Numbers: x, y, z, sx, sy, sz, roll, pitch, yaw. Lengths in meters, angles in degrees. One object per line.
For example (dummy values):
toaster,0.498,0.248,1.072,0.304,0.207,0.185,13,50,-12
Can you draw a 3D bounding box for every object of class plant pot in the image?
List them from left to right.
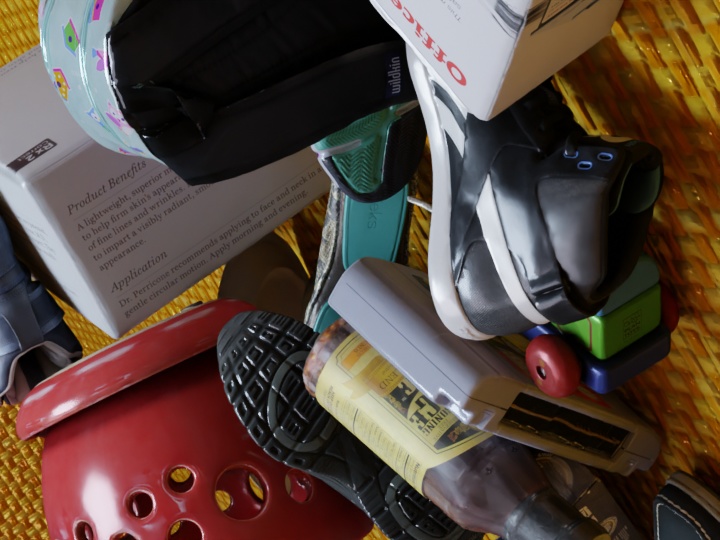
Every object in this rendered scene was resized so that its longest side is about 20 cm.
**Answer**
plant pot,-0.117,0.130,1.328,0.183,0.200,0.200,63,163,2

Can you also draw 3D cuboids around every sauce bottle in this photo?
sauce bottle,0.054,0.099,1.136,0.200,0.066,0.066,38,158,26

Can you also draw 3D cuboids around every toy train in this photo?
toy train,0.078,-0.033,1.069,0.200,0.085,0.116,40,148,40

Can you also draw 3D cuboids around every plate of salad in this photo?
plate of salad,-0.071,0.070,1.510,0.048,0.200,0.200,-7,128,23

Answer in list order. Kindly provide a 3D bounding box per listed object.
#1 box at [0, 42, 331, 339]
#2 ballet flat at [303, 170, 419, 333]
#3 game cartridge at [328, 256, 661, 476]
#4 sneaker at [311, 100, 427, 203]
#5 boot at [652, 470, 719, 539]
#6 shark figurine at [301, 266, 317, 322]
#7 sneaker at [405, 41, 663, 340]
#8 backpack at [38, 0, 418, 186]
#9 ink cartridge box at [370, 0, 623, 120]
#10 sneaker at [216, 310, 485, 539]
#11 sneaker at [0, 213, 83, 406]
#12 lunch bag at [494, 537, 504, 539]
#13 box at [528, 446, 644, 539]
box,-0.151,-0.083,1.366,0.200,0.199,0.131,29,149,55
ballet flat,0.000,0.000,1.281,0.075,0.068,0.200,-102,18,-62
game cartridge,0.074,0.052,1.147,0.133,0.041,0.200,37,-170,38
sneaker,-0.018,-0.139,1.154,0.088,0.074,0.200,-137,28,-64
boot,0.170,0.226,1.180,0.073,0.154,0.204,36,156,45
shark figurine,0.023,0.045,1.403,0.089,0.128,0.214,28,146,-27
sneaker,0.088,-0.072,0.958,0.112,0.073,0.201,-9,82,36
backpack,-0.058,-0.131,1.018,0.127,0.200,0.167,19,143,57
ink cartridge box,0.049,-0.175,0.851,0.147,0.086,0.200,50,164,13
sneaker,-0.012,0.103,1.247,0.200,0.076,0.091,45,175,-3
sneaker,-0.262,0.019,1.386,0.146,0.077,0.202,61,162,-13
lunch bag,0.133,0.275,1.406,0.170,0.127,0.200,56,-170,-3
box,0.096,0.122,1.260,0.161,0.049,0.200,43,177,29
